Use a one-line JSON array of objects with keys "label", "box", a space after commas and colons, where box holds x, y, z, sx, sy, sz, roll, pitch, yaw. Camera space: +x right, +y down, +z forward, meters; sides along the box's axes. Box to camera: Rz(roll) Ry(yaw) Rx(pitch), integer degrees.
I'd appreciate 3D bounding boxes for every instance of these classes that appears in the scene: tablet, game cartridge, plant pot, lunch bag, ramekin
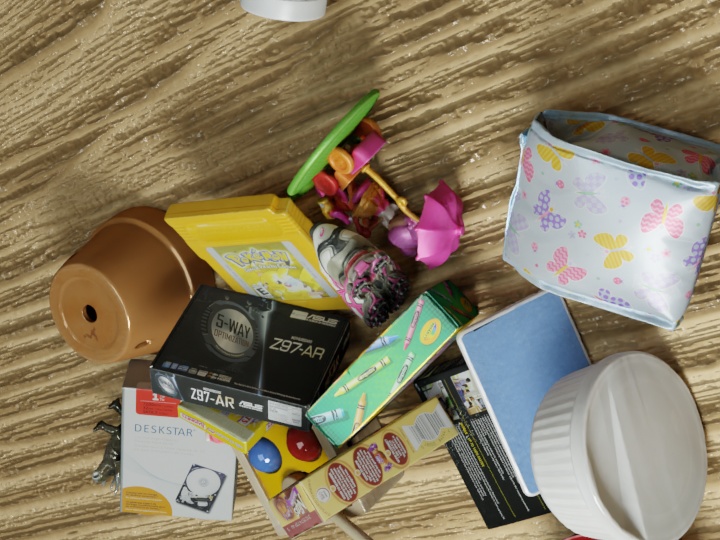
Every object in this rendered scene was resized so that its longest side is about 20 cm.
[{"label": "tablet", "box": [0.198, 0.132, 1.371, 0.201, 0.130, 0.014, 66, 169, -6]}, {"label": "game cartridge", "box": [-0.109, -0.016, 1.482, 0.176, 0.033, 0.200, -3, 145, 34]}, {"label": "plant pot", "box": [-0.308, 0.031, 1.632, 0.199, 0.140, 0.201, 13, 115, 28]}, {"label": "lunch bag", "box": [0.248, -0.061, 1.243, 0.199, 0.127, 0.170, 16, 120, 16]}, {"label": "ramekin", "box": [0.262, 0.188, 1.300, 0.094, 0.202, 0.203, -16, 101, 48]}]

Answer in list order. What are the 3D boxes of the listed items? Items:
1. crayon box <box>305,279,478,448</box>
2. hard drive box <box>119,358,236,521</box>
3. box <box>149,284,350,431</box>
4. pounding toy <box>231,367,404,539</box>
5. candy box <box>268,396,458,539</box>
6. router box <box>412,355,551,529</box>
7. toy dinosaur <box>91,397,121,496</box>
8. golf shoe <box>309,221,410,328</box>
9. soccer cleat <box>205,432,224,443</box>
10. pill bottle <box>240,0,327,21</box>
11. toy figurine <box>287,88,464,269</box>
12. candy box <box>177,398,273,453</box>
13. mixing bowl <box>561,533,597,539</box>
[{"label": "crayon box", "box": [0.038, 0.104, 1.413, 0.058, 0.119, 0.200, 45, 105, 7]}, {"label": "hard drive box", "box": [-0.239, 0.226, 1.671, 0.155, 0.077, 0.201, 5, 116, -2]}, {"label": "box", "box": [-0.129, 0.102, 1.497, 0.199, 0.160, 0.044, 13, 131, 12]}, {"label": "pounding toy", "box": [-0.049, 0.251, 1.556, 0.184, 0.142, 0.201, -23, 96, 38]}, {"label": "candy box", "box": [0.003, 0.223, 1.420, 0.057, 0.200, 0.117, 57, 150, 6]}, {"label": "router box", "box": [0.170, 0.187, 1.443, 0.149, 0.051, 0.201, -24, 96, 36]}, {"label": "toy dinosaur", "box": [-0.308, 0.229, 1.771, 0.200, 0.077, 0.102, -30, 112, 25]}, {"label": "golf shoe", "box": [0.000, 0.000, 1.416, 0.073, 0.200, 0.092, -45, 66, -7]}, {"label": "soccer cleat", "box": [-0.156, 0.134, 1.573, 0.076, 0.200, 0.067, -4, 132, 2]}, {"label": "pill bottle", "box": [-0.075, -0.374, 1.322, 0.115, 0.116, 0.201, 21, 120, 24]}, {"label": "toy figurine", "box": [0.027, -0.072, 1.393, 0.184, 0.150, 0.200, 42, 149, 0]}, {"label": "candy box", "box": [-0.120, 0.132, 1.516, 0.102, 0.200, 0.026, 26, 135, 21]}, {"label": "mixing bowl", "box": [0.302, 0.357, 1.395, 0.199, 0.108, 0.201, 14, 117, 29]}]
